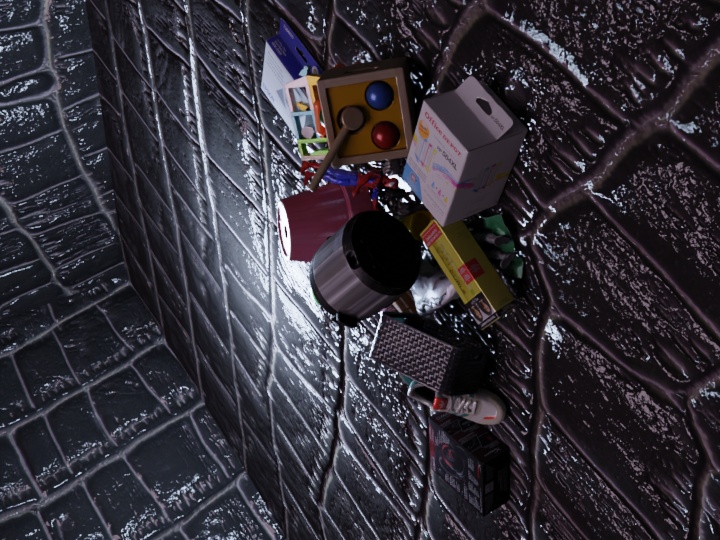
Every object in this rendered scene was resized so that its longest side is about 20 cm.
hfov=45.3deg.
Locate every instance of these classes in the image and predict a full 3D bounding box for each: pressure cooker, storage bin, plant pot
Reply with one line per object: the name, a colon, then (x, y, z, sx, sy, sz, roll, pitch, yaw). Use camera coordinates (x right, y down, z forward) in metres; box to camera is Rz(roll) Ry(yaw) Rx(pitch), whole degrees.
pressure cooker: (-0.002, -0.002, 1.648, 0.180, 0.175, 0.200, 55, 137, 3)
storage bin: (0.132, 0.157, 1.657, 0.199, 0.134, 0.095, 22, 100, 36)
plant pot: (-0.078, -0.096, 1.830, 0.200, 0.177, 0.203, 172, 90, -74)

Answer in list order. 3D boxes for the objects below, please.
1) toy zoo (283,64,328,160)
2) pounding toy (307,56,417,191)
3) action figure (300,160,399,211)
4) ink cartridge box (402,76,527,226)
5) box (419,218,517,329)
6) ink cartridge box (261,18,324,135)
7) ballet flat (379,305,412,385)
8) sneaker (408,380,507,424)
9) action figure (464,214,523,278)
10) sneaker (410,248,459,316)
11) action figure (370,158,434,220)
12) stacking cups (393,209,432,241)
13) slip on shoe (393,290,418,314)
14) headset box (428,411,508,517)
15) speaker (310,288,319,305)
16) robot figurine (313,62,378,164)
toy zoo: (-0.093, -0.337, 1.843, 0.130, 0.020, 0.202, 3, 115, 33)
pounding toy: (-0.004, -0.261, 1.542, 0.142, 0.197, 0.186, -74, -25, -65)
action figure: (-0.023, -0.162, 1.727, 0.065, 0.197, 0.100, 75, -160, -64)
ink cartridge box: (0.167, -0.198, 1.396, 0.129, 0.124, 0.201, 53, 151, 27)
box: (0.185, -0.003, 1.484, 0.201, 0.050, 0.075, 58, 154, 8)
ink cartridge box: (-0.155, -0.422, 1.935, 0.200, 0.040, 0.201, 55, 151, 25)
ballet flat: (0.092, 0.157, 1.881, 0.071, 0.068, 0.202, -122, 9, -67)
sneaker: (0.183, 0.259, 1.679, 0.198, 0.093, 0.071, 21, 110, 22)
action figure: (0.201, -0.048, 1.535, 0.199, 0.054, 0.119, 16, 127, 63)
sneaker: (0.140, 0.014, 1.668, 0.116, 0.075, 0.200, 62, 157, 6)
action figure: (0.088, -0.155, 1.611, 0.199, 0.101, 0.121, 18, 116, 60)
stacking cups: (0.078, -0.091, 1.734, 0.199, 0.060, 0.061, 7, 117, 64)
slip on shoe: (0.072, 0.017, 1.788, 0.201, 0.076, 0.061, 54, 177, -15)
headset box: (0.219, 0.389, 1.809, 0.200, 0.074, 0.150, 34, 138, 48)
speaker: (-0.050, 0.042, 2.045, 0.199, 0.088, 0.089, -13, 99, 64)
robot figurine: (-0.013, -0.296, 1.674, 0.117, 0.142, 0.202, -120, 17, -59)
